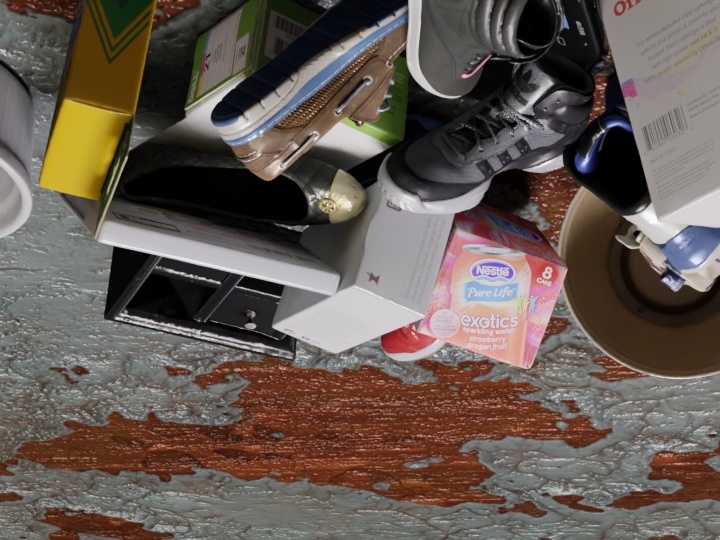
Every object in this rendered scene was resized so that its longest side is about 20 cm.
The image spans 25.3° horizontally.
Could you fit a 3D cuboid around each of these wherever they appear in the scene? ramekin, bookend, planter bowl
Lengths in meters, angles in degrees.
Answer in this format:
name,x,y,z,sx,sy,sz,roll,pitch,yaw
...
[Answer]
name,x,y,z,sx,sy,sz,roll,pitch,yaw
ramekin,-0.369,-0.110,1.345,0.200,0.098,0.201,3,151,2
bookend,-0.115,-0.010,1.507,0.199,0.092,0.199,14,150,-21
planter bowl,0.272,-0.010,1.386,0.200,0.201,0.135,-1,179,8

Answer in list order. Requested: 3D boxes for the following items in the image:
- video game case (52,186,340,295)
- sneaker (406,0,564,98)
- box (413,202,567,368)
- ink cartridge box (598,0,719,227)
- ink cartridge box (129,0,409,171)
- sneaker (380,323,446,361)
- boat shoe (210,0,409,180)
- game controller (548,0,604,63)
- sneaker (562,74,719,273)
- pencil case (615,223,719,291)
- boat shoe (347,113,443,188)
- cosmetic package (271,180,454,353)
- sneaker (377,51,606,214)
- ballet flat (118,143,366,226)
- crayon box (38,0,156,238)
name,x,y,z,sx,sy,sz,roll,pitch,yaw
video game case,-0.137,-0.033,1.290,0.199,0.022,0.182,13,-169,-26
sneaker,0.090,-0.162,1.124,0.099,0.071,0.200,34,162,19
box,0.103,0.003,1.376,0.102,0.095,0.200,20,-169,-6
ink cartridge box,0.267,-0.145,1.117,0.125,0.201,0.128,3,158,-39
ink cartridge box,-0.079,-0.130,1.299,0.148,0.076,0.200,22,152,-32
sneaker,0.059,0.022,1.568,0.112,0.071,0.200,19,141,-34
boat shoe,-0.014,-0.143,1.176,0.200,0.072,0.072,-36,121,-7
game controller,0.113,-0.215,1.114,0.104,0.042,0.200,36,169,32
sneaker,0.209,-0.100,1.200,0.115,0.200,0.081,30,124,-30
pencil case,0.292,-0.077,1.255,0.089,0.078,0.200,20,112,-43
boat shoe,0.011,-0.068,1.406,0.084,0.069,0.200,11,153,-15
cosmetic package,0.000,0.000,1.343,0.074,0.102,0.200,23,163,-17
sneaker,0.106,-0.118,1.252,0.200,0.076,0.114,-21,151,-28
ballet flat,-0.095,-0.060,1.276,0.199,0.057,0.067,6,125,6
crayon box,-0.187,-0.141,1.152,0.051,0.201,0.126,13,150,-14
